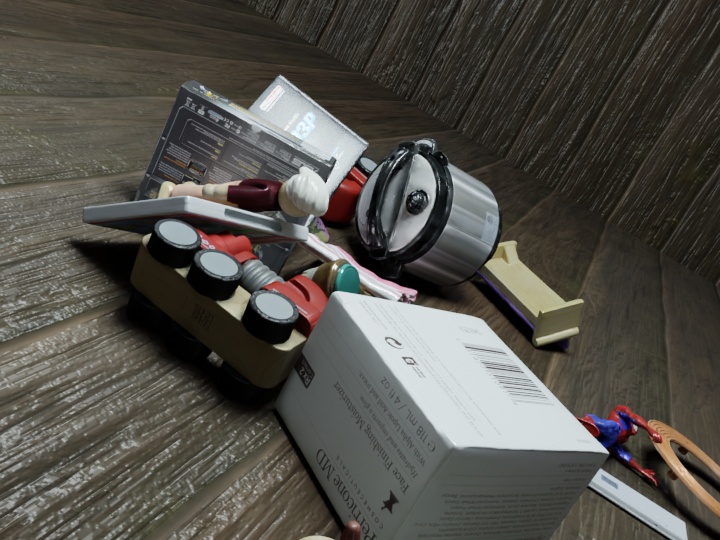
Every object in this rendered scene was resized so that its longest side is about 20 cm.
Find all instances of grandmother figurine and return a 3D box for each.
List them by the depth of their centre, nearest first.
[{"bbox_3d":[-0.120,-0.078,0.898,0.198,0.061,0.121,1,14,31],"label":"grandmother figurine"}]

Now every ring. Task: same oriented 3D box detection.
[{"bbox_3d":[0.437,0.270,1.042,0.200,0.019,0.201,36,17,-13],"label":"ring"}]

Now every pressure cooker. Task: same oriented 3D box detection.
[{"bbox_3d":[0.090,-0.084,1.207,0.199,0.178,0.177,20,40,-43],"label":"pressure cooker"}]

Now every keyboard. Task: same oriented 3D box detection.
[{"bbox_3d":[0.284,0.246,0.941,0.199,0.011,0.056,33,14,9],"label":"keyboard"}]

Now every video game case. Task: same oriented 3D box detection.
[{"bbox_3d":[-0.167,-0.047,0.869,0.142,0.018,0.199,-3,-8,31],"label":"video game case"}]

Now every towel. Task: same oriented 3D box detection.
[{"bbox_3d":[0.000,0.000,1.043,0.146,0.030,0.200,32,1,10],"label":"towel"}]

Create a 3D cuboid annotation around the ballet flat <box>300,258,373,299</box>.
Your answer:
[{"bbox_3d":[-0.029,0.030,0.894,0.072,0.068,0.200,18,-9,19],"label":"ballet flat"}]

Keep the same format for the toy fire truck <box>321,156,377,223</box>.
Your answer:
[{"bbox_3d":[-0.077,-0.158,1.251,0.176,0.129,0.200,42,33,11],"label":"toy fire truck"}]

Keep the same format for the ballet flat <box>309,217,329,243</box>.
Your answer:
[{"bbox_3d":[-0.121,-0.098,1.135,0.198,0.072,0.069,22,24,-19],"label":"ballet flat"}]

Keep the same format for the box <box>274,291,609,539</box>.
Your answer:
[{"bbox_3d":[0.065,0.137,0.717,0.199,0.131,0.199,12,26,-39],"label":"box"}]

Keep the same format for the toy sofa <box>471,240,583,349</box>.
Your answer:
[{"bbox_3d":[0.260,0.045,1.325,0.082,0.098,0.200,-11,37,-24],"label":"toy sofa"}]

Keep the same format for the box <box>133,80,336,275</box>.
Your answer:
[{"bbox_3d":[-0.150,-0.108,0.989,0.199,0.159,0.048,27,20,-3],"label":"box"}]

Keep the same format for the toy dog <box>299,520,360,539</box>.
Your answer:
[{"bbox_3d":[0.031,0.220,0.515,0.198,0.097,0.132,20,21,-24],"label":"toy dog"}]

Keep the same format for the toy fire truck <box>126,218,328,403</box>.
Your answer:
[{"bbox_3d":[-0.105,0.027,0.809,0.175,0.129,0.200,35,30,15],"label":"toy fire truck"}]

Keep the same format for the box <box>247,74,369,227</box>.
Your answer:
[{"bbox_3d":[-0.104,-0.141,1.094,0.158,0.046,0.201,37,62,-3],"label":"box"}]

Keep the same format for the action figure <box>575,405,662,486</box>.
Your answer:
[{"bbox_3d":[0.313,0.209,0.976,0.099,0.066,0.199,33,15,29],"label":"action figure"}]
